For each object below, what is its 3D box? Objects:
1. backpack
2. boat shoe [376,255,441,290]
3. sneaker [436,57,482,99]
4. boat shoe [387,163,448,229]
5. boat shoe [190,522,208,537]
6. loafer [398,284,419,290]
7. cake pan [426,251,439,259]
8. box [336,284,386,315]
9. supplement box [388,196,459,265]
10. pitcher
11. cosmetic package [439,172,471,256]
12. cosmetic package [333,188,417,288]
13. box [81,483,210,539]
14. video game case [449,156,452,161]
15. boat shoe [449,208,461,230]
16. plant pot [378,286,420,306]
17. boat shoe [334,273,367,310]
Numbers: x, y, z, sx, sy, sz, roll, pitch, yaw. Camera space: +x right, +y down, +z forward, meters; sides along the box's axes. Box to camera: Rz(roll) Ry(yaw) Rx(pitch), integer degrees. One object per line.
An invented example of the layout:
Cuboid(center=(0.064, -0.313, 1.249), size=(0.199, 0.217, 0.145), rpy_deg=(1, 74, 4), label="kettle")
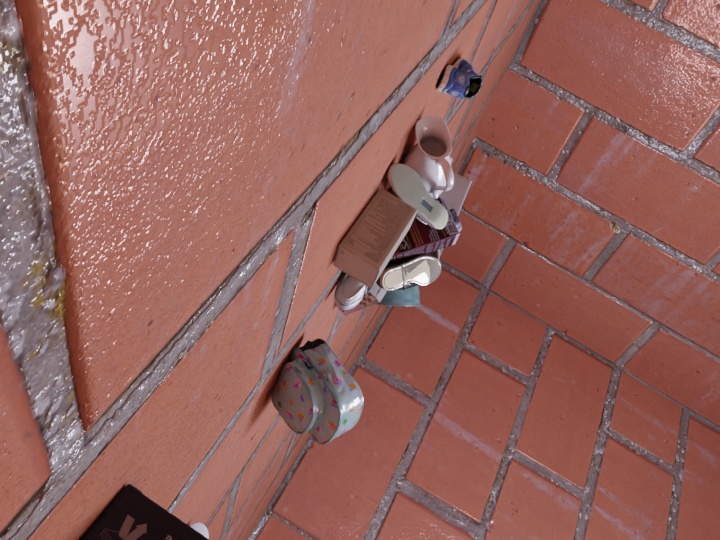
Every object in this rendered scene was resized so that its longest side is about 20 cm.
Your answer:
Cuboid(center=(-0.095, 0.283, 1.441), size=(0.152, 0.199, 0.178), rpy_deg=(-25, 149, -50), label="backpack")
Cuboid(center=(0.112, 0.001, 1.555), size=(0.196, 0.062, 0.075), rpy_deg=(-12, 108, -36), label="boat shoe")
Cuboid(center=(0.242, -0.439, 1.506), size=(0.080, 0.088, 0.200), rpy_deg=(-63, 173, 32), label="sneaker")
Cuboid(center=(0.119, -0.166, 1.464), size=(0.071, 0.200, 0.071), rpy_deg=(-55, -150, -12), label="boat shoe")
Cuboid(center=(-0.369, 0.603, 1.273), size=(0.067, 0.072, 0.203), rpy_deg=(-22, -143, 39), label="boat shoe")
Cuboid(center=(0.087, -0.045, 1.639), size=(0.071, 0.203, 0.073), rpy_deg=(-21, 159, -14), label="loafer")
Cuboid(center=(0.127, -0.052, 1.812), size=(0.037, 0.196, 0.203), rpy_deg=(-80, -168, -54), label="cake pan")
Cuboid(center=(0.000, 0.073, 1.646), size=(0.042, 0.039, 0.199), rpy_deg=(-52, -168, -29), label="box")
Cuboid(center=(0.128, -0.094, 1.550), size=(0.195, 0.111, 0.061), rpy_deg=(-18, 160, -11), label="supplement box")
Cuboid(center=(0.167, -0.232, 1.507), size=(0.201, 0.118, 0.175), rpy_deg=(100, -24, -64), label="pitcher")
Cuboid(center=(0.203, -0.176, 1.877), size=(0.168, 0.163, 0.203), rpy_deg=(106, 8, -63), label="cosmetic package")
Cuboid(center=(0.034, -0.073, 1.378), size=(0.201, 0.102, 0.074), rpy_deg=(-55, 172, -36), label="cosmetic package")
Cuboid(center=(-0.254, 0.398, 0.731), size=(0.201, 0.194, 0.119), rpy_deg=(-53, 171, -49), label="box")
Cuboid(center=(0.148, -0.208, 1.700), size=(0.203, 0.023, 0.181), rpy_deg=(-60, -160, -9), label="video game case")
Cuboid(center=(0.166, -0.117, 1.673), size=(0.196, 0.069, 0.072), rpy_deg=(-11, -158, 37), label="boat shoe")
Cuboid(center=(0.088, 0.033, 1.953), size=(0.200, 0.195, 0.138), rpy_deg=(-1, 93, -82), label="plant pot")
Cuboid(center=(0.004, 0.002, 1.550), size=(0.203, 0.074, 0.087), rpy_deg=(-51, 167, -34), label="boat shoe")
